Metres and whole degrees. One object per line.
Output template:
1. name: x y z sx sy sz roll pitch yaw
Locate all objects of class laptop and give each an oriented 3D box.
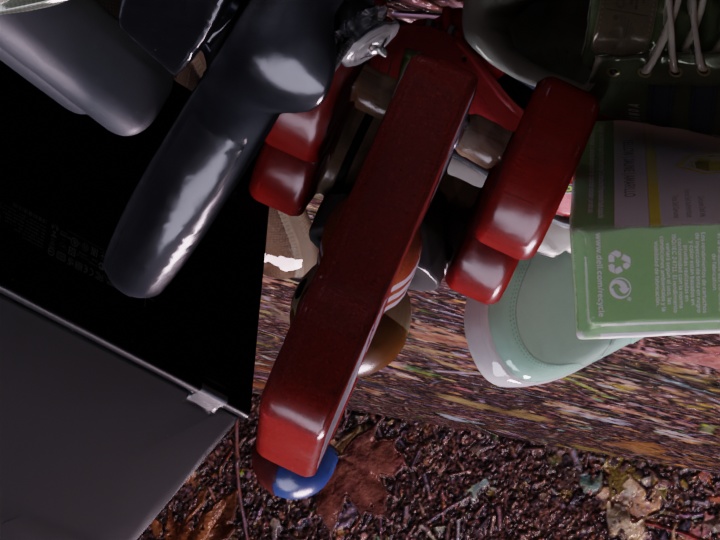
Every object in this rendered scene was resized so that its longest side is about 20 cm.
1. laptop: -0.144 0.012 0.859 0.115 0.201 0.187 -22 141 38

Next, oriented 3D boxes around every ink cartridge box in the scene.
1. ink cartridge box: 0.178 -0.019 0.823 0.198 0.048 0.146 -2 -162 7

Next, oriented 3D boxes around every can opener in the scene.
1. can opener: -0.043 -0.057 0.733 0.078 0.063 0.200 38 145 6
2. can opener: -0.143 -0.089 0.714 0.053 0.067 0.200 26 172 41

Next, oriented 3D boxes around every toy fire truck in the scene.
1. toy fire truck: 0.000 0.000 0.836 0.112 0.169 0.200 25 166 1

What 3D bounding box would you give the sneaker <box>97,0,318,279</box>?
1. sneaker: -0.085 -0.064 0.950 0.201 0.075 0.071 64 175 -37

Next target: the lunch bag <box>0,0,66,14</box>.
1. lunch bag: -0.137 -0.140 0.516 0.167 0.140 0.200 20 172 11

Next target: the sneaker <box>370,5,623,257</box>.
1. sneaker: 0.035 -0.088 0.943 0.199 0.077 0.085 27 130 3

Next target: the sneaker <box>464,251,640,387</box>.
1. sneaker: 0.142 -0.014 0.971 0.200 0.074 0.118 -31 -168 -25

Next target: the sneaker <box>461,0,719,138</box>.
1. sneaker: 0.119 -0.082 0.803 0.089 0.068 0.200 13 177 -40
